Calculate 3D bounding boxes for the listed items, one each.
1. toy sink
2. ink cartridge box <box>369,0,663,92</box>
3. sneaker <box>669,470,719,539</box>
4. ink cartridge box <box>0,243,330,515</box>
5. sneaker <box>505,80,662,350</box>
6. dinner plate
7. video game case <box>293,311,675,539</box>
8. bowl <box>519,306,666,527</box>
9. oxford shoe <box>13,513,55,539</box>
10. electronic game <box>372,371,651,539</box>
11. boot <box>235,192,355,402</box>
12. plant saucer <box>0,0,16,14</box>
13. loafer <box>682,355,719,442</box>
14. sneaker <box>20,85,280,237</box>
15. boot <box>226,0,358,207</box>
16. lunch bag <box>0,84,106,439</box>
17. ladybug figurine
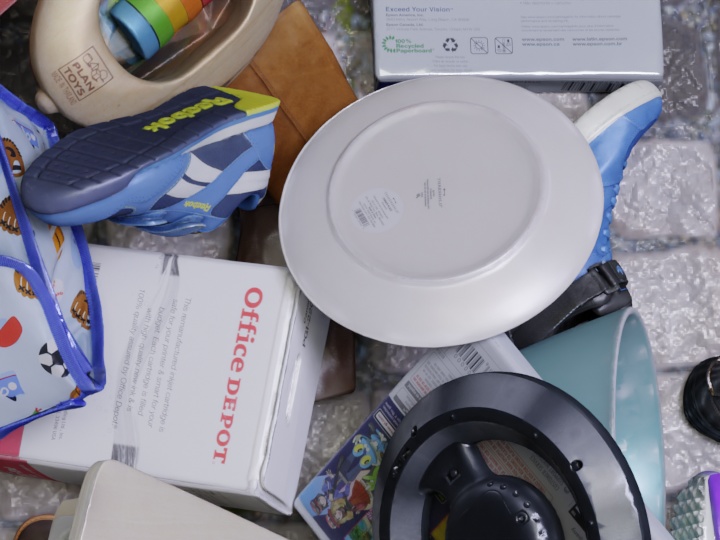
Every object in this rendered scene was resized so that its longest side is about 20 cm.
[{"bbox_3d":[-0.130,0.209,1.579,0.200,0.112,0.131,28,63,-38],"label":"toy sink"},{"bbox_3d":[0.102,-0.219,1.780,0.199,0.041,0.201,0,77,-4],"label":"ink cartridge box"},{"bbox_3d":[0.262,0.224,1.685,0.099,0.070,0.201,-9,82,-13],"label":"sneaker"},{"bbox_3d":[-0.130,0.065,1.649,0.199,0.085,0.146,7,76,18],"label":"ink cartridge box"},{"bbox_3d":[0.151,-0.024,1.720,0.111,0.077,0.200,43,82,11],"label":"sneaker"},{"bbox_3d":[0.047,-0.043,1.593,0.199,0.024,0.201,-5,56,8],"label":"dinner plate"},{"bbox_3d":[0.073,0.154,1.571,0.182,0.023,0.200,-49,68,25],"label":"video game case"},{"bbox_3d":[0.126,0.125,1.643,0.105,0.201,0.202,-2,77,15],"label":"bowl"},{"bbox_3d":[-0.187,0.248,1.635,0.071,0.073,0.201,-7,77,-3],"label":"oxford shoe"},{"bbox_3d":[0.085,0.158,1.524,0.042,0.200,0.201,-7,74,-49],"label":"electronic game"},{"bbox_3d":[0.000,0.000,1.711,0.186,0.064,0.201,2,74,9],"label":"boot"},{"bbox_3d":[-0.282,-0.157,1.672,0.200,0.200,0.037,-44,111,-12],"label":"plant saucer"},{"bbox_3d":[0.311,0.102,1.708,0.199,0.072,0.073,13,76,-2],"label":"loafer"},{"bbox_3d":[-0.121,-0.052,1.592,0.074,0.083,0.200,21,29,37],"label":"sneaker"},{"bbox_3d":[0.011,-0.094,1.684,0.188,0.068,0.200,-39,65,4],"label":"boot"},{"bbox_3d":[-0.253,0.011,1.590,0.170,0.124,0.201,-21,72,14],"label":"lunch bag"},{"bbox_3d":[-0.134,-0.167,1.664,0.200,0.072,0.136,-40,112,-21],"label":"ladybug figurine"}]
